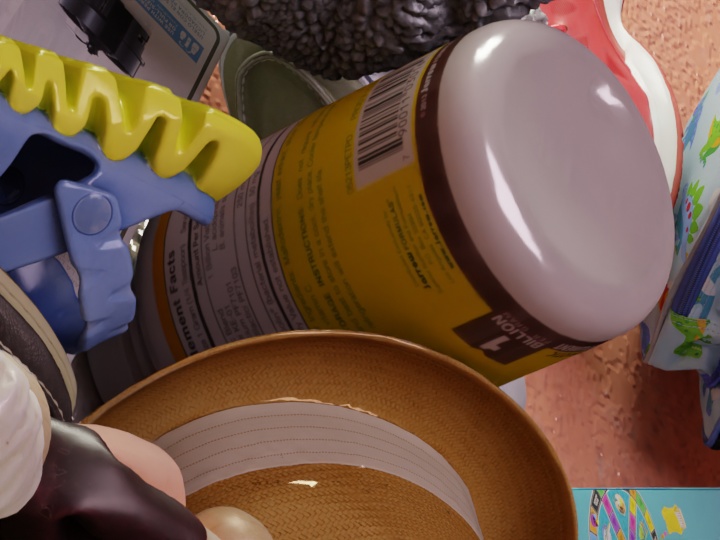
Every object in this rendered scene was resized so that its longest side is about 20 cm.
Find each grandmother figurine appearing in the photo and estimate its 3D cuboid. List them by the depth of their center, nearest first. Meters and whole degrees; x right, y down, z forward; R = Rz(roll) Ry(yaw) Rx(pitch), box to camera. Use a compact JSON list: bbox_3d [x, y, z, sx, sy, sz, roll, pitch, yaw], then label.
[{"bbox_3d":[-0.085,0.055,0.721,0.200,0.121,0.061,58,41,-71],"label":"grandmother figurine"}]

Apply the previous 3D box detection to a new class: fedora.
[{"bbox_3d":[-0.014,0.115,0.865,0.200,0.201,0.082,37,12,-32],"label":"fedora"}]

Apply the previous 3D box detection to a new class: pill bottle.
[{"bbox_3d":[0.000,0.000,0.931,0.109,0.199,0.110,26,53,-39],"label":"pill bottle"}]

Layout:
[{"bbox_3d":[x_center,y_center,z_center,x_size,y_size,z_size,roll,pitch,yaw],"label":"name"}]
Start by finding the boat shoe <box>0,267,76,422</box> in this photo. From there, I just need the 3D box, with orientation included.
[{"bbox_3d":[-0.155,0.011,0.764,0.200,0.073,0.065,39,26,-36],"label":"boat shoe"}]

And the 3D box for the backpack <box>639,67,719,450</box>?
[{"bbox_3d":[0.209,-0.028,1.178,0.146,0.200,0.183,25,35,-7],"label":"backpack"}]

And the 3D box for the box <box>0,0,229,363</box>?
[{"bbox_3d":[-0.129,-0.042,0.915,0.117,0.060,0.201,47,42,-23],"label":"box"}]

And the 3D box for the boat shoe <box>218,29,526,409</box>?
[{"bbox_3d":[0.003,-0.009,1.042,0.201,0.072,0.062,61,29,-11],"label":"boat shoe"}]

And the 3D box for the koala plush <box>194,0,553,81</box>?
[{"bbox_3d":[0.020,-0.141,0.996,0.178,0.183,0.200,56,0,5],"label":"koala plush"}]

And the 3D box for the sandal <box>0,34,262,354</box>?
[{"bbox_3d":[-0.123,-0.031,0.812,0.199,0.079,0.088,18,93,-30],"label":"sandal"}]

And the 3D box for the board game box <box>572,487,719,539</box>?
[{"bbox_3d":[0.105,0.164,1.096,0.199,0.047,0.152,6,68,-48],"label":"board game box"}]

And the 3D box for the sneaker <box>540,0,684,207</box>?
[{"bbox_3d":[0.064,-0.097,1.175,0.115,0.078,0.201,16,48,-35],"label":"sneaker"}]
